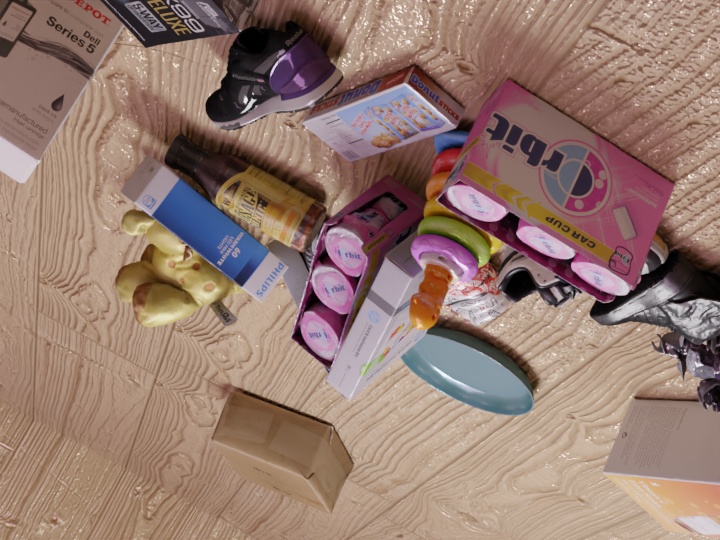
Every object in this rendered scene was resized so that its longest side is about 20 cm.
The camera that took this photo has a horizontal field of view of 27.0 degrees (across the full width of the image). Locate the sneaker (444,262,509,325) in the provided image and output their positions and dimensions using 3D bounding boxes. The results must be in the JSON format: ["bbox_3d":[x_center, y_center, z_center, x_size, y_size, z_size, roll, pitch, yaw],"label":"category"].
[{"bbox_3d":[0.087,0.021,1.749,0.108,0.068,0.200,43,151,-27],"label":"sneaker"}]

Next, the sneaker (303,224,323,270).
[{"bbox_3d":[-0.012,0.006,1.850,0.076,0.076,0.201,-25,125,12],"label":"sneaker"}]

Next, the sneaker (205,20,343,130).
[{"bbox_3d":[-0.102,-0.204,1.503,0.199,0.076,0.088,-9,124,50],"label":"sneaker"}]

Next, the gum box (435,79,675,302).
[{"bbox_3d":[0.185,-0.069,1.380,0.199,0.114,0.066,30,158,-7],"label":"gum box"}]

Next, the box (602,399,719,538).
[{"bbox_3d":[0.420,0.240,1.785,0.152,0.107,0.199,41,155,-29],"label":"box"}]

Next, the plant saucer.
[{"bbox_3d":[0.141,0.128,1.972,0.198,0.028,0.201,24,157,11],"label":"plant saucer"}]

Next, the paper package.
[{"bbox_3d":[-0.133,0.316,2.595,0.198,0.104,0.191,17,157,23],"label":"paper package"}]

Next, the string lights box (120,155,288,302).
[{"bbox_3d":[-0.188,-0.051,1.806,0.200,0.059,0.103,39,177,-21],"label":"string lights box"}]

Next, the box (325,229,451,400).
[{"bbox_3d":[0.049,0.029,1.596,0.041,0.156,0.201,39,133,13],"label":"box"}]

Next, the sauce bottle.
[{"bbox_3d":[-0.138,-0.094,1.762,0.198,0.066,0.066,28,158,6],"label":"sauce bottle"}]

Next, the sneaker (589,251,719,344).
[{"bbox_3d":[0.322,0.041,1.529,0.104,0.060,0.200,37,153,-9],"label":"sneaker"}]

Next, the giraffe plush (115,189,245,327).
[{"bbox_3d":[-0.236,-0.032,1.925,0.199,0.172,0.164,22,138,42],"label":"giraffe plush"}]

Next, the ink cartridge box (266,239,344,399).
[{"bbox_3d":[-0.055,0.055,1.873,0.201,0.039,0.100,64,180,35],"label":"ink cartridge box"}]

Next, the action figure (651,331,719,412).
[{"bbox_3d":[0.399,0.109,1.581,0.198,0.070,0.130,22,162,22],"label":"action figure"}]

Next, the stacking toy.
[{"bbox_3d":[0.093,-0.029,1.457,0.109,0.201,0.116,12,155,32],"label":"stacking toy"}]

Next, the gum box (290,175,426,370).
[{"bbox_3d":[0.000,0.000,1.638,0.066,0.113,0.201,37,138,17],"label":"gum box"}]

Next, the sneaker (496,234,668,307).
[{"bbox_3d":[0.223,0.001,1.523,0.199,0.088,0.076,-3,141,50],"label":"sneaker"}]

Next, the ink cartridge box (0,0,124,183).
[{"bbox_3d":[-0.357,-0.219,1.569,0.145,0.201,0.084,33,155,-14],"label":"ink cartridge box"}]

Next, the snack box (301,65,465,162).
[{"bbox_3d":[0.019,-0.154,1.505,0.072,0.024,0.199,39,156,-22],"label":"snack box"}]

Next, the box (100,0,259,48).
[{"bbox_3d":[-0.212,-0.301,1.420,0.157,0.050,0.200,3,147,46],"label":"box"}]
